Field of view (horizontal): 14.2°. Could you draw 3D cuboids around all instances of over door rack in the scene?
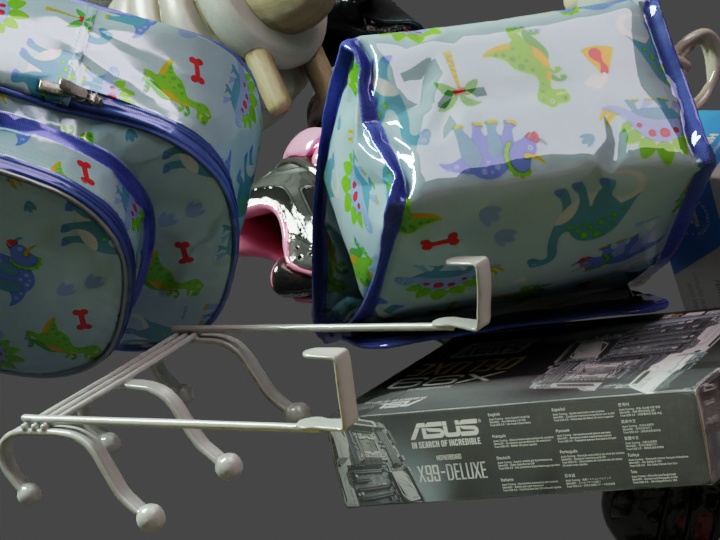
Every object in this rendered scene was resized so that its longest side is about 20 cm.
[{"bbox_3d":[-0.048,0.061,1.327,0.199,0.067,0.148,-14,11,33],"label":"over door rack"}]

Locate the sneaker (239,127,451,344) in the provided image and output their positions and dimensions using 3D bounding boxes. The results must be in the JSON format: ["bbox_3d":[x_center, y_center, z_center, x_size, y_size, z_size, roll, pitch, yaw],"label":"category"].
[{"bbox_3d":[0.000,0.000,1.594,0.095,0.079,0.200,-30,46,-29],"label":"sneaker"}]

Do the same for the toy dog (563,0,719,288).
[{"bbox_3d":[0.123,-0.075,1.704,0.096,0.201,0.132,13,-8,41],"label":"toy dog"}]

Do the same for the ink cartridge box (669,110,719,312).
[{"bbox_3d":[0.256,-0.016,1.458,0.199,0.117,0.067,2,36,38],"label":"ink cartridge box"}]

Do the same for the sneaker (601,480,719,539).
[{"bbox_3d":[0.202,0.114,1.444,0.199,0.071,0.098,5,23,-23],"label":"sneaker"}]

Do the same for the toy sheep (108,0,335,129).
[{"bbox_3d":[-0.088,-0.135,1.714,0.138,0.199,0.139,29,47,-37],"label":"toy sheep"}]

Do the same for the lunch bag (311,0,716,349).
[{"bbox_3d":[0.067,-0.029,1.441,0.169,0.200,0.128,-7,62,-14],"label":"lunch bag"}]

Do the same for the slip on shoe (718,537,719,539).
[{"bbox_3d":[0.231,0.095,1.372,0.199,0.076,0.061,-33,47,-23],"label":"slip on shoe"}]

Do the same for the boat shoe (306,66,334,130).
[{"bbox_3d":[0.059,-0.071,1.782,0.199,0.075,0.073,11,32,12],"label":"boat shoe"}]

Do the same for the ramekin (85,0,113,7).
[{"bbox_3d":[-0.222,-0.190,1.814,0.199,0.106,0.200,12,23,-5],"label":"ramekin"}]

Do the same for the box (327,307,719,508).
[{"bbox_3d":[0.107,0.065,1.411,0.199,0.050,0.158,-6,11,31],"label":"box"}]

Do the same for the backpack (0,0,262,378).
[{"bbox_3d":[-0.155,-0.037,1.432,0.199,0.184,0.148,11,46,-5],"label":"backpack"}]

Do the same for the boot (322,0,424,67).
[{"bbox_3d":[-0.059,-0.195,1.958,0.199,0.077,0.168,15,19,-15],"label":"boot"}]
